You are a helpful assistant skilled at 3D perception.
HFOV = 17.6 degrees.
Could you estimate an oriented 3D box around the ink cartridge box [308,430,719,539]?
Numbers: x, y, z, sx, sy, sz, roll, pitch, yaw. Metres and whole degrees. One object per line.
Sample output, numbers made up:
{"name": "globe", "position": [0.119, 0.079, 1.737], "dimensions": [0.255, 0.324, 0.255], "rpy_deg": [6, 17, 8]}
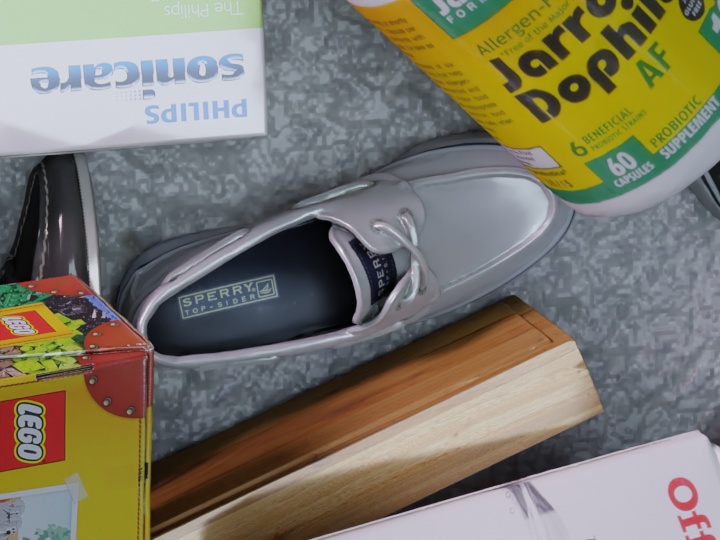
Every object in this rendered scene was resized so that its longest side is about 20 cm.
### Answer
{"name": "ink cartridge box", "position": [0.058, 0.161, 0.872], "dimensions": [0.199, 0.083, 0.147], "rpy_deg": [-14, 72, -18]}

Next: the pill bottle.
{"name": "pill bottle", "position": [0.056, -0.120, 0.867], "dimensions": [0.200, 0.113, 0.113], "rpy_deg": [41, 91, -27]}

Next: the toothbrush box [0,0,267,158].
{"name": "toothbrush box", "position": [-0.116, -0.149, 0.879], "dimensions": [0.145, 0.086, 0.202], "rpy_deg": [-5, 101, -10]}

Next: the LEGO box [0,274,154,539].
{"name": "LEGO box", "position": [-0.156, 0.116, 0.830], "dimensions": [0.148, 0.077, 0.201], "rpy_deg": [-8, 113, -28]}

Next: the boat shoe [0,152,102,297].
{"name": "boat shoe", "position": [-0.135, 0.052, 0.925], "dimensions": [0.057, 0.067, 0.201], "rpy_deg": [-1, 104, -15]}

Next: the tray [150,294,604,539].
{"name": "tray", "position": [-0.010, 0.073, 0.936], "dimensions": [0.199, 0.099, 0.037], "rpy_deg": [-26, 103, -5]}

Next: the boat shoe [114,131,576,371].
{"name": "boat shoe", "position": [0.000, 0.000, 0.941], "dimensions": [0.199, 0.065, 0.074], "rpy_deg": [-22, 104, -6]}

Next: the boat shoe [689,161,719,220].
{"name": "boat shoe", "position": [0.215, -0.018, 0.980], "dimensions": [0.200, 0.064, 0.071], "rpy_deg": [37, 92, -15]}
